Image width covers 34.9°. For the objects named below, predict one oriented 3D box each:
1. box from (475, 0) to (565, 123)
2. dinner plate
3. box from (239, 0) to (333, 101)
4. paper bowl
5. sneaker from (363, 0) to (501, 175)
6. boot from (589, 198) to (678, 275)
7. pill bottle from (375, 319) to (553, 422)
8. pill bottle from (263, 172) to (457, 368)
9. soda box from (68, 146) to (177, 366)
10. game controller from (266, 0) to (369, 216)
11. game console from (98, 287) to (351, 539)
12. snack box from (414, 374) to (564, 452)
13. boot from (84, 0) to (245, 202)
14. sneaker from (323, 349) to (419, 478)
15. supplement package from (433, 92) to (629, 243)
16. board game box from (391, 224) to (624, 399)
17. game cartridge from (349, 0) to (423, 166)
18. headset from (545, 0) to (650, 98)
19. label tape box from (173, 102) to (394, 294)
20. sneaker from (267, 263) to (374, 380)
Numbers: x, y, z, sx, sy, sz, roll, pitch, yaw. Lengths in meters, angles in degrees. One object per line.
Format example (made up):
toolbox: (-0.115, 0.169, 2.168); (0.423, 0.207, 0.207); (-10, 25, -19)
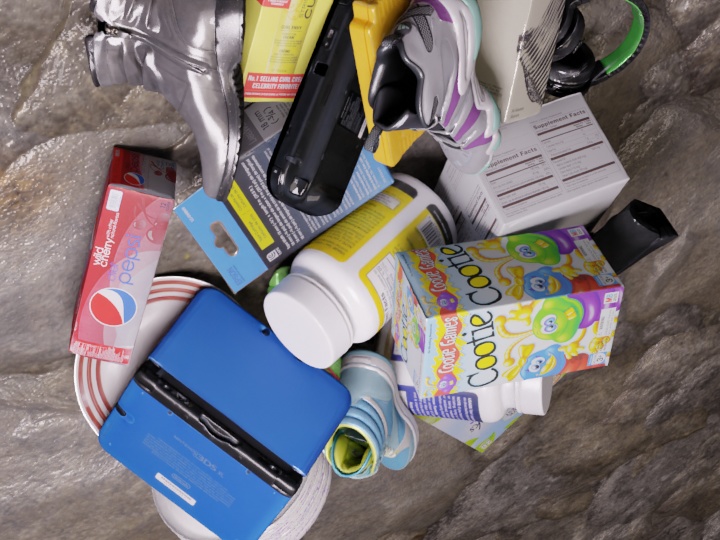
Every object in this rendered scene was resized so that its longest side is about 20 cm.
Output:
box: (0.147, -0.248, 1.079); (0.082, 0.068, 0.203); (-25, 131, -51)
dinner plate: (-0.200, 0.104, 1.200); (0.197, 0.024, 0.204); (-4, 102, -16)
box: (-0.063, -0.245, 0.994); (0.074, 0.050, 0.202); (-4, 131, -34)
paper bowl: (-0.138, 0.213, 1.269); (0.199, 0.201, 0.105); (-33, 140, -3)
sneaker: (0.053, -0.137, 1.001); (0.140, 0.077, 0.202); (-47, 137, -29)
boot: (0.228, 0.002, 1.229); (0.199, 0.066, 0.164); (-36, 168, 33)
pill bottle: (0.124, 0.116, 1.352); (0.197, 0.121, 0.121); (4, 143, 18)
pill bottle: (0.000, 0.000, 1.179); (0.200, 0.113, 0.115); (-43, 147, -29)
soda box: (-0.226, -0.011, 1.081); (0.062, 0.070, 0.202); (12, 123, -16)
game controller: (-0.020, -0.149, 1.031); (0.104, 0.042, 0.203); (23, 89, -63)
game console: (-0.139, 0.154, 1.180); (0.171, 0.199, 0.119); (-52, -179, 31)
snack box: (0.161, 0.141, 1.519); (0.169, 0.068, 0.199); (-45, 141, 10)
boot: (-0.164, -0.158, 0.971); (0.129, 0.070, 0.203); (2, 115, -4)
sneaker: (0.008, 0.198, 1.295); (0.078, 0.132, 0.201); (-1, 138, 22)
supplement package: (0.169, -0.073, 1.233); (0.154, 0.112, 0.201); (-20, 161, -18)
board game box: (0.139, 0.039, 1.115); (0.196, 0.104, 0.106); (-9, 129, -12)
game cartridge: (0.064, -0.223, 1.052); (0.201, 0.032, 0.178); (-53, 149, -29)
headset: (0.206, -0.220, 1.178); (0.197, 0.095, 0.124); (-22, 141, 9)
label tape box: (-0.081, -0.091, 1.120); (0.199, 0.064, 0.145); (-34, 138, -3)
sneaker: (-0.041, 0.046, 1.292); (0.084, 0.076, 0.201); (-51, 143, -16)
